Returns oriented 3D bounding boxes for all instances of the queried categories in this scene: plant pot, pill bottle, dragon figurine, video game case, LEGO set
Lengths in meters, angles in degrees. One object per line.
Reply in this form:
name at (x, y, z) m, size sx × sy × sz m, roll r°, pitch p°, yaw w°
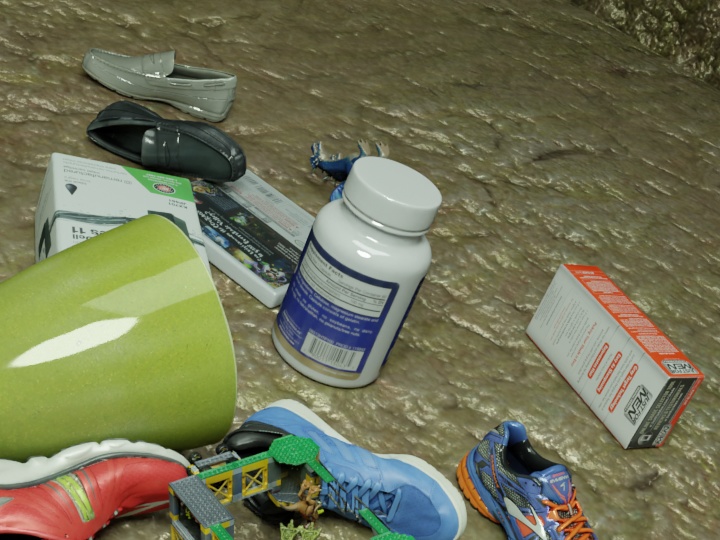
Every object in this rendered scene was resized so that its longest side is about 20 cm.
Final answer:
plant pot at (-0.223, 0.072, 0.873) m, size 0.199 × 0.188 × 0.187 m, roll -17°, pitch 46°, yaw -33°
pill bottle at (0.000, 0.000, 1.120) m, size 0.119 × 0.201 × 0.120 m, roll 19°, pitch 27°, yaw -10°
dragon figurine at (0.003, -0.092, 1.438) m, size 0.059 × 0.099 × 0.201 m, roll -1°, pitch 55°, yaw -41°
video game case at (-0.114, -0.041, 1.298) m, size 0.200 × 0.023 × 0.181 m, roll 37°, pitch 29°, yaw 21°
LEGO set at (-0.052, 0.214, 0.795) m, size 0.153 × 0.117 × 0.199 m, roll -18°, pitch 32°, yaw -37°

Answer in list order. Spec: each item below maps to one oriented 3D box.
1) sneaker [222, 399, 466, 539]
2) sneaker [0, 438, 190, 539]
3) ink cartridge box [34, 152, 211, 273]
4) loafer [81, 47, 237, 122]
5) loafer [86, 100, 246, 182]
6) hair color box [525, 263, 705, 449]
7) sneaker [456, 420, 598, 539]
sneaker at (-0.020, 0.175, 0.927) m, size 0.199 × 0.077 × 0.111 m, roll 29°, pitch 21°, yaw 18°
sneaker at (-0.205, 0.175, 0.809) m, size 0.199 × 0.077 × 0.085 m, roll -6°, pitch 50°, yaw -33°
ink cartridge box at (-0.225, -0.016, 1.099) m, size 0.146 × 0.083 × 0.201 m, roll 10°, pitch 31°, yaw -23°
loafer at (-0.256, -0.254, 1.508) m, size 0.198 × 0.070 × 0.070 m, roll 14°, pitch 29°, yaw -18°
loafer at (-0.221, -0.139, 1.327) m, size 0.199 × 0.069 × 0.070 m, roll 21°, pitch 39°, yaw 23°
hair color box at (0.274, 0.091, 1.285) m, size 0.061 × 0.102 × 0.200 m, roll 3°, pitch 35°, yaw -34°
sneaker at (0.160, 0.209, 1.010) m, size 0.075 × 0.079 × 0.200 m, roll -5°, pitch 39°, yaw -42°
